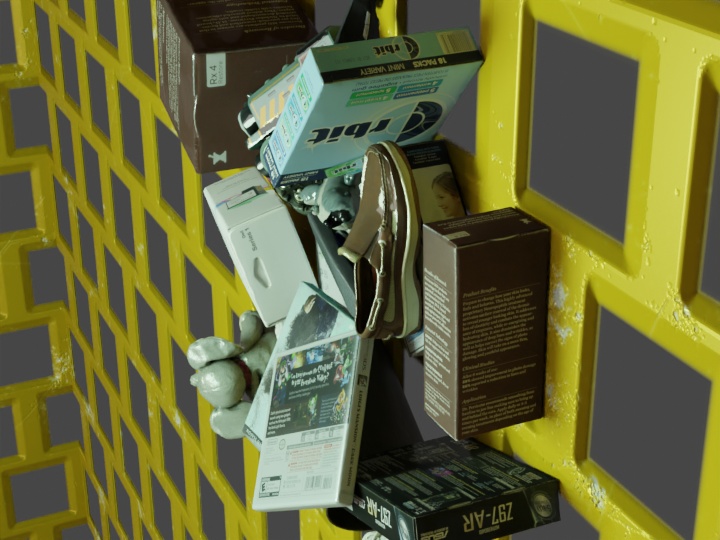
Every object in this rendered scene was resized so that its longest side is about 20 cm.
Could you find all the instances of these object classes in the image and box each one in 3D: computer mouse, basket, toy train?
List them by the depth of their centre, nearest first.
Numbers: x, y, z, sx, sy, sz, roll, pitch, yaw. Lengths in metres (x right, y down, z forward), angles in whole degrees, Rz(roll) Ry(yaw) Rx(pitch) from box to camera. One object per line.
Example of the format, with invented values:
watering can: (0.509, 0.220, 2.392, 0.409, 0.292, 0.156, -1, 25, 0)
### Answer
computer mouse: (0.009, -0.263, 1.335, 0.141, 0.046, 0.200, 107, 180, -51)
toy train: (-0.056, -0.188, 1.485, 0.200, 0.085, 0.114, -33, 77, 34)
basket: (0.000, 0.180, 1.533, 0.180, 0.136, 0.201, 67, -176, -59)

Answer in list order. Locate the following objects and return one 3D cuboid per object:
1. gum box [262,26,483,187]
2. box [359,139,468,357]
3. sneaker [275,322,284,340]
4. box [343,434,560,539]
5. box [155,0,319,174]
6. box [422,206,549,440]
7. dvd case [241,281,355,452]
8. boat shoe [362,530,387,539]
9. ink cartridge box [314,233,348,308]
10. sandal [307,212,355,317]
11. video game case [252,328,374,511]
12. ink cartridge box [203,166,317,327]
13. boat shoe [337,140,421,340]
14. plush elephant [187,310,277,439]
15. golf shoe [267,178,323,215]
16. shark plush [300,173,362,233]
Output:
gum box: (0.007, -0.160, 1.304, 0.200, 0.169, 0.045, 122, 131, -59)
box: (0.069, -0.022, 1.365, 0.117, 0.060, 0.201, 141, 115, -64)
sneaker: (-0.057, 0.104, 1.709, 0.200, 0.074, 0.080, 57, 144, 42)
box: (0.081, 0.222, 1.321, 0.200, 0.160, 0.044, -165, 67, -64)
box: (-0.152, -0.248, 1.626, 0.200, 0.164, 0.166, -121, 28, -48)
box: (0.116, 0.050, 1.236, 0.075, 0.100, 0.201, -139, 44, -56)
dvd case: (-0.066, 0.128, 1.506, 0.146, 0.022, 0.201, 36, 108, 54)
boat shoe: (0.031, 0.351, 1.624, 0.200, 0.072, 0.066, 104, 143, -60)
ink cartridge box: (0.000, 0.000, 1.567, 0.200, 0.039, 0.100, -146, 49, -61)
sandal: (-0.017, -0.018, 1.486, 0.200, 0.043, 0.076, -116, 7, -54)
video game case: (-0.052, 0.165, 1.408, 0.200, 0.023, 0.183, -21, 57, 58)
ink cartridge box: (-0.129, -0.035, 1.709, 0.200, 0.084, 0.145, -129, 17, -66)
boat shoe: (0.016, -0.026, 1.312, 0.075, 0.075, 0.203, 17, 115, 64)
plush elephant: (-0.177, 0.153, 1.901, 0.200, 0.154, 0.165, 180, 79, -67)
golf shoe: (-0.080, -0.121, 1.682, 0.200, 0.077, 0.088, 56, 169, 47)
shark plush: (-0.026, -0.092, 1.466, 0.200, 0.091, 0.084, -50, -17, -73)
